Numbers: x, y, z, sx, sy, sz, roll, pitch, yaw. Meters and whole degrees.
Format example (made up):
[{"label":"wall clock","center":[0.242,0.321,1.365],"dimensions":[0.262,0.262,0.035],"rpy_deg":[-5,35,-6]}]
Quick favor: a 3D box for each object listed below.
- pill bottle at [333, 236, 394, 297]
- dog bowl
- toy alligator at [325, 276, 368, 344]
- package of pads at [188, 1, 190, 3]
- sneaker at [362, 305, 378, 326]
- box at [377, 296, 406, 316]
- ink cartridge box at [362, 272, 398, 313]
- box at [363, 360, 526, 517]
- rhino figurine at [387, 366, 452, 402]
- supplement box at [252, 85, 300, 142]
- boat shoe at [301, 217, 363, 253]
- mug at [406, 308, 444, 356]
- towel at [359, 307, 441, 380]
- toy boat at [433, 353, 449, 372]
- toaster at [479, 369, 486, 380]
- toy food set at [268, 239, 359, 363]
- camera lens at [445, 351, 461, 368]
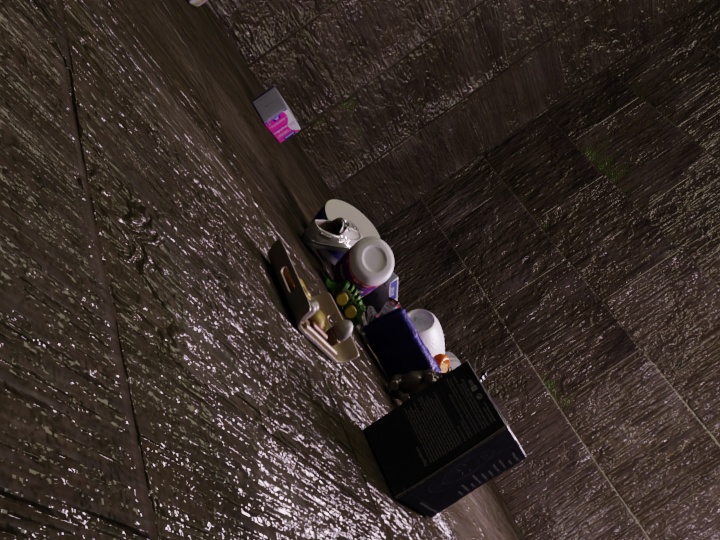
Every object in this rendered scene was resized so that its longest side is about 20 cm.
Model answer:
[{"label":"pill bottle","center":[0.000,0.000,1.592],"dimensions":[0.114,0.111,0.200],"rpy_deg":[58,-25,3]},{"label":"dog bowl","center":[-0.039,-0.093,1.790],"dimensions":[0.197,0.079,0.203],"rpy_deg":[31,31,-21]},{"label":"toy alligator","center":[-0.014,0.085,1.548],"dimensions":[0.202,0.053,0.060],"rpy_deg":[57,4,-24]},{"label":"package of pads","center":[-0.579,-0.971,2.218],"dimensions":[0.156,0.067,0.201],"rpy_deg":[56,5,-17]},{"label":"sneaker","center":[0.067,0.157,1.739],"dimensions":[0.074,0.087,0.202],"rpy_deg":[42,15,-41]},{"label":"box","center":[0.096,0.168,1.902],"dimensions":[0.034,0.111,0.200],"rpy_deg":[29,-12,31]},{"label":"ink cartridge box","center":[0.033,0.039,1.930],"dimensions":[0.200,0.040,0.203],"rpy_deg":[43,-30,34]},{"label":"box","center":[0.138,0.273,1.045],"dimensions":[0.125,0.194,0.201],"rpy_deg":[58,4,34]},{"label":"rhino figurine","center":[0.152,0.254,1.501],"dimensions":[0.087,0.193,0.062],"rpy_deg":[160,-78,-82]},{"label":"supplement box","center":[-0.304,-0.567,2.417],"dimensions":[0.105,0.100,0.200],"rpy_deg":[59,4,12]},{"label":"boat shoe","center":[-0.054,-0.094,1.622],"dimensions":[0.196,0.070,0.072],"rpy_deg":[4,45,-46]},{"label":"mug","center":[0.153,0.219,1.846],"dimensions":[0.145,0.200,0.179],"rpy_deg":[21,-44,28]},{"label":"towel","center":[0.101,0.194,1.591],"dimensions":[0.203,0.146,0.049],"rpy_deg":[59,39,-8]},{"label":"toy boat","center":[0.188,0.275,1.708],"dimensions":[0.198,0.132,0.131],"rpy_deg":[34,-18,17]},{"label":"toaster","center":[0.228,0.360,1.487],"dimensions":[0.118,0.197,0.185],"rpy_deg":[-24,-86,56]},{"label":"toy food set","center":[-0.070,0.051,1.062],"dimensions":[0.145,0.059,0.201],"rpy_deg":[62,4,34]},{"label":"camera lens","center":[0.443,0.524,3.253],"dimensions":[0.161,0.158,0.202],"rpy_deg":[54,6,-44]}]
